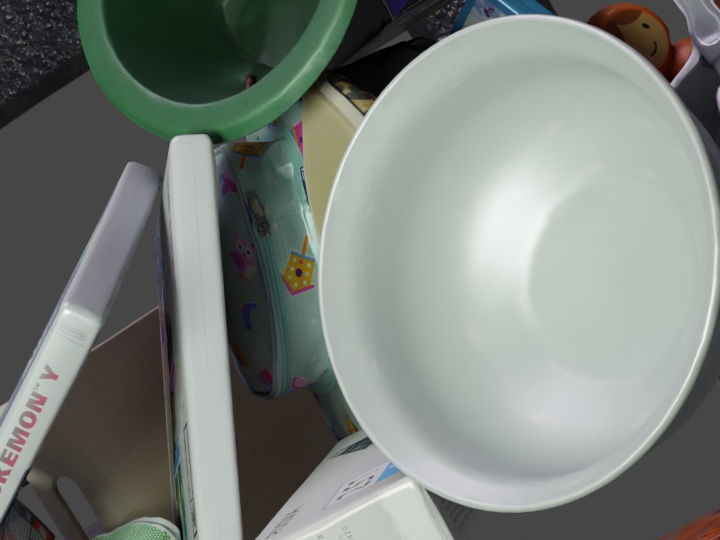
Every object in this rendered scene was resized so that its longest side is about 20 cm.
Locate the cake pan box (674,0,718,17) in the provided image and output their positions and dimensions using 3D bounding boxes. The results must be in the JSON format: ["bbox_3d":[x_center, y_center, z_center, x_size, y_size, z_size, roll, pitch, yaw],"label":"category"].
[{"bbox_3d":[0.230,-0.235,1.416,0.184,0.052,0.200,-23,-30,7],"label":"cake pan box"}]

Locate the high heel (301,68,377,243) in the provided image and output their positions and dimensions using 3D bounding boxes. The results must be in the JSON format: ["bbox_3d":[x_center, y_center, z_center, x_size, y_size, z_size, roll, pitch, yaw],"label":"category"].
[{"bbox_3d":[0.057,-0.021,1.259,0.143,0.200,0.071,-5,-35,-38],"label":"high heel"}]

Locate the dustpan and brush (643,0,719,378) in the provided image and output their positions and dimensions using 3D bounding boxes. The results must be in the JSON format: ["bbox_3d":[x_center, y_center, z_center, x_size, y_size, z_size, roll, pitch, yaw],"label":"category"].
[{"bbox_3d":[0.165,-0.072,1.124,0.140,0.200,0.057,-29,-38,16],"label":"dustpan and brush"}]

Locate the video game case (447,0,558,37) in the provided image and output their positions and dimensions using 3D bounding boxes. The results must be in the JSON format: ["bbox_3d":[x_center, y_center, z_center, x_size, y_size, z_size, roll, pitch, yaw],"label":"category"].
[{"bbox_3d":[0.091,-0.055,1.411,0.018,0.143,0.200,-45,-10,-36],"label":"video game case"}]

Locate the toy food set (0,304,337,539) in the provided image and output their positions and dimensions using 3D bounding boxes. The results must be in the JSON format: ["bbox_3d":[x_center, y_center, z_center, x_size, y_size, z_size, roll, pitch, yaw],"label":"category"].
[{"bbox_3d":[-0.095,0.092,1.437,0.060,0.144,0.200,-28,5,43],"label":"toy food set"}]

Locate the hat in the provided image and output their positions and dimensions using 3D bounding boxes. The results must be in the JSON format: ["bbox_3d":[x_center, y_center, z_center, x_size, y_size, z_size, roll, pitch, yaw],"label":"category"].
[{"bbox_3d":[-0.031,-0.129,1.322,0.176,0.200,0.166,21,-78,-53],"label":"hat"}]

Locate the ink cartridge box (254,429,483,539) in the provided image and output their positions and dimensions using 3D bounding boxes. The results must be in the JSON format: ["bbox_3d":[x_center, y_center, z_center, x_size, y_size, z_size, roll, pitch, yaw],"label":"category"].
[{"bbox_3d":[-0.019,0.122,1.197,0.176,0.045,0.200,-29,4,17],"label":"ink cartridge box"}]

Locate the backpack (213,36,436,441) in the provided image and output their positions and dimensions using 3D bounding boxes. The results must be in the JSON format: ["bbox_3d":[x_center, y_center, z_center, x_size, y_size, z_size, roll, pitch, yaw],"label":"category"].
[{"bbox_3d":[0.000,0.000,1.360,0.153,0.200,0.176,-24,2,-14],"label":"backpack"}]

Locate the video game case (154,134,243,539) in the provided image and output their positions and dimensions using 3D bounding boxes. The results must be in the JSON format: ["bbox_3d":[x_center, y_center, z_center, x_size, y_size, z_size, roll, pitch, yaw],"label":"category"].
[{"bbox_3d":[-0.080,0.054,1.274,0.024,0.200,0.182,-4,-13,-7],"label":"video game case"}]

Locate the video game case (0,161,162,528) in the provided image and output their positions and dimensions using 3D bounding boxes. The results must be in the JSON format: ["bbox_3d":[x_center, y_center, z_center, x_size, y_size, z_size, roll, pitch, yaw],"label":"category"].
[{"bbox_3d":[-0.152,0.057,1.230,0.182,0.023,0.200,-62,7,20],"label":"video game case"}]

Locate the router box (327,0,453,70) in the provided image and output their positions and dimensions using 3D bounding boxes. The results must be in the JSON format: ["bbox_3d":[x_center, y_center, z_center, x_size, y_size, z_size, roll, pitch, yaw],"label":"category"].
[{"bbox_3d":[0.038,-0.170,1.396,0.157,0.052,0.200,-34,2,-18],"label":"router box"}]

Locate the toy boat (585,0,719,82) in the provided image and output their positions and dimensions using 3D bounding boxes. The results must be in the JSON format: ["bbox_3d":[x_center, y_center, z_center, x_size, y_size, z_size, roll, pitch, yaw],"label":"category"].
[{"bbox_3d":[0.182,-0.109,1.436,0.131,0.131,0.200,-85,18,-45],"label":"toy boat"}]

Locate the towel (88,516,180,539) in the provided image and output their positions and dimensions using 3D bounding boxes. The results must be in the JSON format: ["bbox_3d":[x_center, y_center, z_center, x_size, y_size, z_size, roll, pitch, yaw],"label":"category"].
[{"bbox_3d":[-0.181,0.201,1.269,0.200,0.031,0.149,-48,11,-32],"label":"towel"}]

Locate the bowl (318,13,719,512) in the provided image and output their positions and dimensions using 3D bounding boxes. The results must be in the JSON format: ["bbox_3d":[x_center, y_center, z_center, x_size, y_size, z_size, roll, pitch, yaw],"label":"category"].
[{"bbox_3d":[0.086,0.000,1.084,0.201,0.201,0.090,-29,-22,34],"label":"bowl"}]

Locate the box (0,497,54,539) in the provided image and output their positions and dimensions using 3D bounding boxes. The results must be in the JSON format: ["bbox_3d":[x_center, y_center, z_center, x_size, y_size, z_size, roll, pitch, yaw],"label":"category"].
[{"bbox_3d":[-0.213,0.192,1.263,0.137,0.040,0.200,-41,12,6],"label":"box"}]
